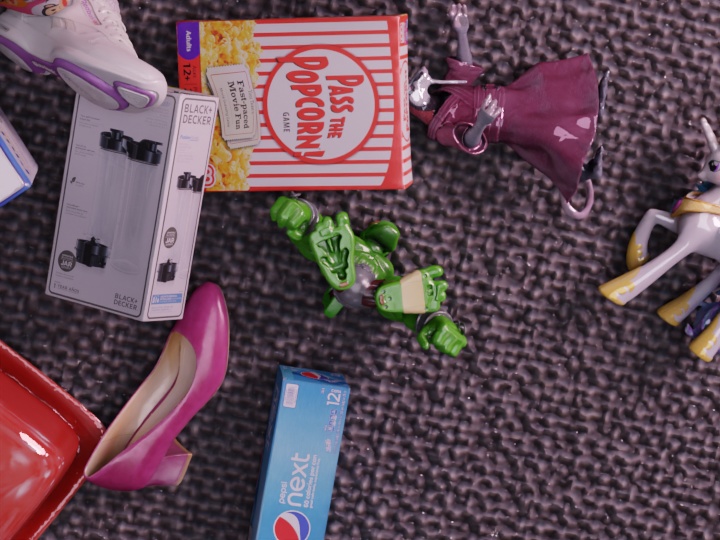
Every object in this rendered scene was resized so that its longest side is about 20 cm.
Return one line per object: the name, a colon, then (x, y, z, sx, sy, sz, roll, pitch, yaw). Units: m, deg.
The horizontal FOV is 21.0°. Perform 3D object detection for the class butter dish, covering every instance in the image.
butter dish: (-0.346, 0.171, 1.689, 0.199, 0.148, 0.200, 40, 91, -12)

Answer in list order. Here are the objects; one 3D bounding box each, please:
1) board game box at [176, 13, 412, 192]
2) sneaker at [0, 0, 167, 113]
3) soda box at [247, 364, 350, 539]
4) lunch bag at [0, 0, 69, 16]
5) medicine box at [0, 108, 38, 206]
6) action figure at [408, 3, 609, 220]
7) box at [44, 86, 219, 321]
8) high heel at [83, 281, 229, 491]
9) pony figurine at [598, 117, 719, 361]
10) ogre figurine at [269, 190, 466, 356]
board game box: (-0.057, -0.147, 1.706, 0.199, 0.046, 0.152, -1, 99, 10)
sneaker: (-0.228, -0.200, 1.644, 0.100, 0.200, 0.075, -53, 145, -13)
soda box: (-0.060, 0.192, 1.771, 0.064, 0.068, 0.200, 10, 97, -8)
lunch bag: (-0.274, -0.317, 1.630, 0.176, 0.082, 0.200, 19, 77, 5)
medicine box: (-0.373, -0.071, 1.623, 0.182, 0.200, 0.103, -34, 101, -2)
action figure: (0.120, -0.143, 1.751, 0.199, 0.134, 0.149, 4, 141, 4)
box: (-0.199, -0.065, 1.691, 0.116, 0.060, 0.201, 13, 98, 30)
high heel: (-0.182, 0.103, 1.731, 0.096, 0.067, 0.200, 6, 111, -42)
pony figurine: (0.343, -0.021, 1.768, 0.193, 0.167, 0.200, 33, 108, -3)
ogre figurine: (0.000, 0.000, 1.726, 0.200, 0.120, 0.098, 18, 91, -11)
